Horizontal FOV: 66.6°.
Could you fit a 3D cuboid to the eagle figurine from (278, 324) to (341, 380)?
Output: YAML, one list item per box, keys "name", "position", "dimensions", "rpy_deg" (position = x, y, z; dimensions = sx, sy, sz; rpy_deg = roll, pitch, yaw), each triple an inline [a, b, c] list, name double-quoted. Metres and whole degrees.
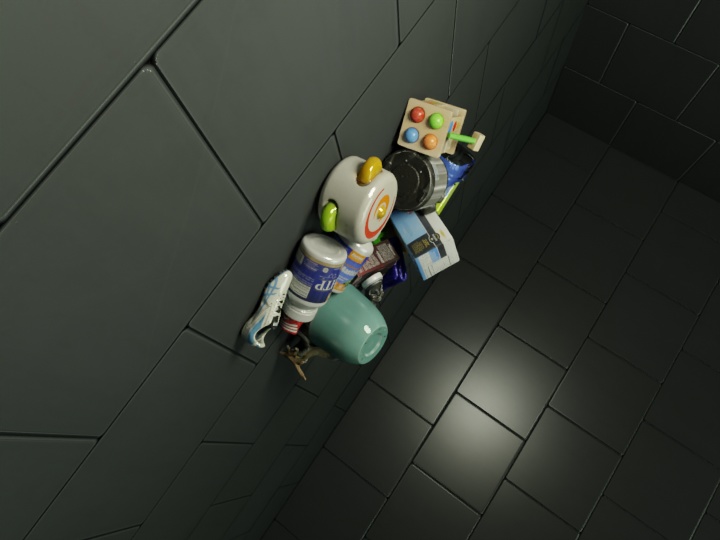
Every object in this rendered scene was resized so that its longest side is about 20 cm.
- name: "eagle figurine"
  position: [-0.147, 0.238, 1.680]
  dimensions: [0.199, 0.154, 0.150]
  rpy_deg: [-17, 177, -44]

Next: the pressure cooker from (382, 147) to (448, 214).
- name: "pressure cooker"
  position: [0.161, -0.259, 1.575]
  dimensions: [0.199, 0.177, 0.178]
  rpy_deg: [-24, 140, -61]

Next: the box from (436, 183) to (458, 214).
- name: "box"
  position: [0.282, -0.316, 1.963]
  dimensions: [0.201, 0.121, 0.048]
  rpy_deg: [-57, 163, -1]

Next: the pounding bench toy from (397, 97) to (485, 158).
- name: "pounding bench toy"
  position: [0.224, -0.374, 1.475]
  dimensions: [0.156, 0.198, 0.126]
  rpy_deg: [-31, 141, -59]

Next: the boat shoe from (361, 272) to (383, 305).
- name: "boat shoe"
  position: [0.041, 0.066, 1.665]
  dimensions: [0.069, 0.067, 0.200]
  rpy_deg: [-29, 167, -17]

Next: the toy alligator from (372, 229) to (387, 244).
- name: "toy alligator"
  position: [0.010, -0.083, 1.711]
  dimensions: [0.054, 0.060, 0.199]
  rpy_deg: [-10, -162, 46]

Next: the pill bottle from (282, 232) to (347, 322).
- name: "pill bottle"
  position: [-0.121, 0.022, 1.355]
  dimensions: [0.119, 0.119, 0.202]
  rpy_deg: [-31, 150, -59]

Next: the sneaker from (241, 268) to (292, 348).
- name: "sneaker"
  position: [-0.210, 0.091, 1.304]
  dimensions: [0.202, 0.072, 0.072]
  rpy_deg: [-60, 163, 5]

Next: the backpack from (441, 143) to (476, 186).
- name: "backpack"
  position: [0.267, -0.339, 1.795]
  dimensions: [0.169, 0.162, 0.200]
  rpy_deg: [-61, 166, 27]

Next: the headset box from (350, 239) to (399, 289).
- name: "headset box"
  position: [0.000, 0.000, 1.649]
  dimensions: [0.199, 0.075, 0.149]
  rpy_deg: [-23, 163, -39]

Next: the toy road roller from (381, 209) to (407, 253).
- name: "toy road roller"
  position: [0.142, -0.170, 1.832]
  dimensions: [0.201, 0.122, 0.146]
  rpy_deg: [-56, 151, -7]

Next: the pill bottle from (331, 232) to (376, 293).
- name: "pill bottle"
  position: [-0.036, -0.049, 1.451]
  dimensions: [0.201, 0.112, 0.112]
  rpy_deg: [-52, 167, 18]

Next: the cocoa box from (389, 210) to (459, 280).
- name: "cocoa box"
  position: [0.192, -0.101, 1.676]
  dimensions: [0.130, 0.201, 0.134]
  rpy_deg: [-29, 144, 2]

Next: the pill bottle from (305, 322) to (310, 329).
- name: "pill bottle"
  position: [-0.099, 0.145, 1.695]
  dimensions: [0.110, 0.108, 0.200]
  rpy_deg: [-58, 165, 5]

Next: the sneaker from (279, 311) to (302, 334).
- name: "sneaker"
  position: [-0.156, 0.105, 1.538]
  dimensions: [0.199, 0.078, 0.116]
  rpy_deg: [-21, 151, -47]

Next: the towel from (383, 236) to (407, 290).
- name: "towel"
  position: [0.073, -0.016, 1.774]
  dimensions: [0.049, 0.150, 0.199]
  rpy_deg: [-7, 170, -30]

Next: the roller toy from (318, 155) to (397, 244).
- name: "roller toy"
  position: [0.001, -0.166, 1.300]
  dimensions: [0.202, 0.139, 0.182]
  rpy_deg: [-64, 161, 5]

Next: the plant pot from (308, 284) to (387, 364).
- name: "plant pot"
  position: [-0.021, 0.166, 1.540]
  dimensions: [0.200, 0.160, 0.202]
  rpy_deg: [-38, 147, -30]
